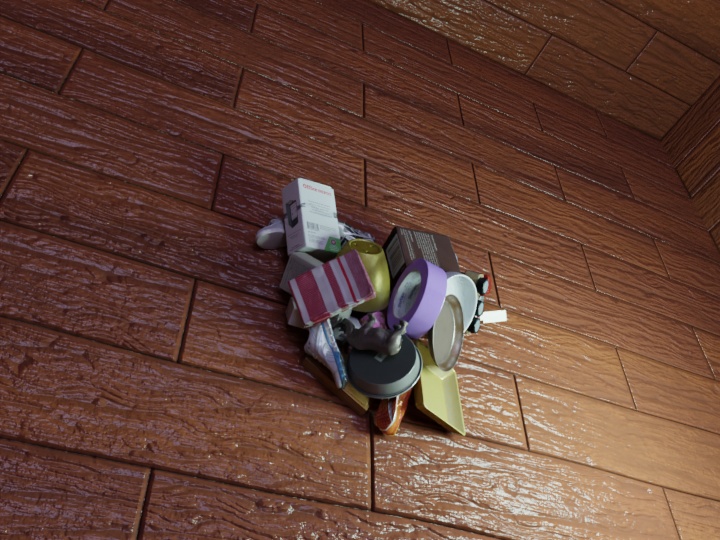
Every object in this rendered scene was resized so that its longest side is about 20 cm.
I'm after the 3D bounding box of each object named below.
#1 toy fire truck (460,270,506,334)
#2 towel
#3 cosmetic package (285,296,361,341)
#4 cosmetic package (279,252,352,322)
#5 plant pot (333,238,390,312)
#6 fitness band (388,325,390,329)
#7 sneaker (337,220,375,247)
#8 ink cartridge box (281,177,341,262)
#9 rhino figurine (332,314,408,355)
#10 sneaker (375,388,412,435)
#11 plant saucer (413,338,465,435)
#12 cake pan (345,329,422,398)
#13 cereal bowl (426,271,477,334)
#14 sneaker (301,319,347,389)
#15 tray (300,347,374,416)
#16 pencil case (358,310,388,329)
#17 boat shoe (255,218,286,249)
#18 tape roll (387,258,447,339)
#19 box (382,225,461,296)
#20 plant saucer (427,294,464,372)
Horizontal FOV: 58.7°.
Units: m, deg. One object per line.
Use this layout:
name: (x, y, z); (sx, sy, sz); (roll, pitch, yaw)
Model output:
toy fire truck: (0.367, 0.099, 1.945); (0.126, 0.182, 0.198); (15, 7, 29)
towel: (-0.074, 0.042, 1.592); (0.195, 0.023, 0.146); (-24, 59, -3)
cosmetic package: (-0.095, 0.133, 1.671); (0.195, 0.052, 0.083); (19, 14, -17)
cosmetic package: (-0.106, 0.040, 1.676); (0.197, 0.106, 0.073); (29, 14, 22)
plant pot: (0.000, 0.000, 1.755); (0.193, 0.146, 0.201); (11, 25, -5)
fitness band: (0.164, 0.183, 1.806); (0.196, 0.038, 0.146); (19, 40, -34)
sneaker: (-0.038, -0.083, 1.910); (0.194, 0.075, 0.090); (14, 43, -21)
ink cartridge box: (-0.138, -0.139, 1.804); (0.144, 0.083, 0.206); (12, 64, -46)
rhino figurine: (0.019, 0.158, 1.594); (0.194, 0.060, 0.090); (8, 63, 20)
sneaker: (0.092, 0.310, 1.599); (0.071, 0.078, 0.204); (16, 68, 29)
plant saucer: (0.193, 0.313, 1.675); (0.199, 0.048, 0.204); (40, 33, -36)
cake pan: (0.057, 0.224, 1.593); (0.193, 0.037, 0.204); (-5, 43, 4)
cereal bowl: (0.235, 0.097, 1.805); (0.196, 0.207, 0.082); (-8, 20, -37)
sneaker: (-0.092, 0.203, 1.578); (0.084, 0.075, 0.205); (-21, 70, -2)
tray: (-0.045, 0.264, 1.616); (0.198, 0.037, 0.099); (39, 41, 5)
pencil case: (0.062, 0.208, 1.705); (0.084, 0.084, 0.204); (-22, 60, -5)
boat shoe: (-0.226, -0.116, 1.821); (0.197, 0.073, 0.069); (-17, 59, -41)
tape roll: (0.148, 0.075, 1.693); (0.064, 0.201, 0.204); (24, 42, -19)
box: (0.167, -0.003, 1.901); (0.194, 0.166, 0.169); (10, 46, -25)
plant saucer: (0.226, 0.166, 1.711); (0.031, 0.206, 0.200); (3, 27, 33)
